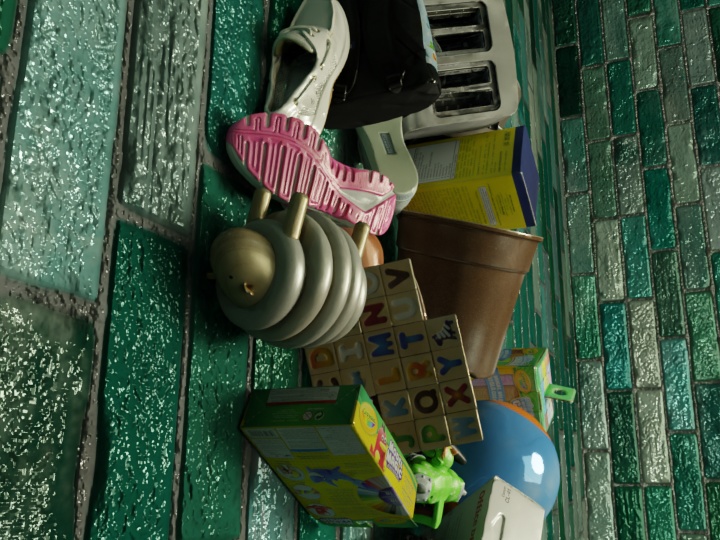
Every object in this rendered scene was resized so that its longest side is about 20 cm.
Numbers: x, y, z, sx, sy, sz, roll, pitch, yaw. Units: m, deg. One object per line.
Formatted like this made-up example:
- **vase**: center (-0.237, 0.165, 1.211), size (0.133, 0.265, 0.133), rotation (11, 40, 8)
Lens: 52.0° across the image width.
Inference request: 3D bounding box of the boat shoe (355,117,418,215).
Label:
- **boat shoe**: center (0.023, -0.162, 0.976), size (0.072, 0.070, 0.201), rotation (115, -33, -55)

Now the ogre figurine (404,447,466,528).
- **ogre figurine**: center (0.051, 0.237, 0.863), size (0.098, 0.120, 0.200), rotation (-60, 147, -24)

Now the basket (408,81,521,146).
- **basket**: center (0.160, -0.248, 1.221), size (0.136, 0.180, 0.200), rotation (109, 2, -55)

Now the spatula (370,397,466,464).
- **spatula**: center (0.056, 0.170, 0.881), size (0.200, 0.056, 0.021), rotation (40, 68, -13)

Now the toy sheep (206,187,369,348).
- **toy sheep**: center (-0.055, 0.006, 0.668), size (0.200, 0.138, 0.138), rotation (20, 65, -47)

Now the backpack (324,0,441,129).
- **backpack**: center (0.013, -0.277, 0.890), size (0.154, 0.163, 0.201), rotation (24, 55, -73)

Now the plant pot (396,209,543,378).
- **plant pot**: center (0.128, 0.032, 1.000), size (0.200, 0.200, 0.199), rotation (0, 101, -67)

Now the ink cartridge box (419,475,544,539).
- **ink cartridge box**: center (0.135, 0.380, 0.937), size (0.086, 0.200, 0.148), rotation (34, 39, -5)

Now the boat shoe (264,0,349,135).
- **boat shoe**: center (-0.060, -0.230, 0.789), size (0.069, 0.071, 0.201), rotation (49, 43, -54)

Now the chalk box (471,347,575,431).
- **chalk box**: center (0.270, 0.209, 1.292), size (0.124, 0.199, 0.124), rotation (-23, 106, -66)

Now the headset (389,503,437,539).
- **headset**: center (0.071, 0.366, 0.883), size (0.094, 0.124, 0.200), rotation (25, 26, -25)

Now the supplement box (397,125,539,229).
- **supplement box**: center (0.157, -0.128, 1.109), size (0.110, 0.199, 0.109), rotation (62, 32, -41)

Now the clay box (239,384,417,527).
- **clay box**: center (-0.020, 0.189, 0.723), size (0.200, 0.115, 0.048), rotation (63, 30, -41)

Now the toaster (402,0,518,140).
- **toaster**: center (0.124, -0.286, 1.058), size (0.119, 0.199, 0.181), rotation (-172, -107, -75)

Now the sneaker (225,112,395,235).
- **sneaker**: center (-0.060, -0.090, 0.753), size (0.200, 0.088, 0.082), rotation (29, 72, -38)

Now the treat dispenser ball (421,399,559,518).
- **treat dispenser ball**: center (0.187, 0.290, 1.076), size (0.201, 0.200, 0.202), rotation (-6, 90, -67)

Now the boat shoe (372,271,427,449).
- **boat shoe**: center (0.049, 0.093, 0.818), size (0.070, 0.070, 0.201), rotation (-7, 97, -46)

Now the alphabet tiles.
- **alphabet tiles**: center (0.026, 0.095, 0.774), size (0.008, 0.167, 0.201), rotation (-17, 95, -79)

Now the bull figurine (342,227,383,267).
- **bull figurine**: center (0.000, 0.000, 0.884), size (0.121, 0.065, 0.201), rotation (-23, 107, -70)
